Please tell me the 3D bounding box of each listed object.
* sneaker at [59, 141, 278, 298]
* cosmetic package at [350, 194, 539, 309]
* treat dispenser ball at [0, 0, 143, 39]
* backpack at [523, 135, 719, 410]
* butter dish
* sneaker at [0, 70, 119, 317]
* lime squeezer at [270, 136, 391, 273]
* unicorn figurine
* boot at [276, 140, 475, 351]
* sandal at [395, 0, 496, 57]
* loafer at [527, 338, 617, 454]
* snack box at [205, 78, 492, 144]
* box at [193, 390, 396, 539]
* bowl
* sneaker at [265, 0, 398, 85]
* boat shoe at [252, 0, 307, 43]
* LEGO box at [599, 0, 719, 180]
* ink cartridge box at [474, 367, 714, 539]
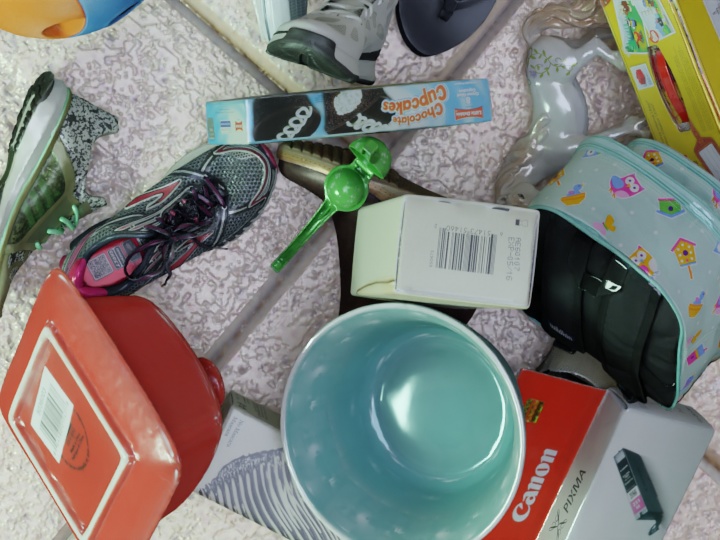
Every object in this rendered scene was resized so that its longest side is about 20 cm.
[{"bbox_3d":[-0.149,-0.032,1.656,0.199,0.075,0.081,-37,99,-2],"label":"sneaker"},{"bbox_3d":[0.058,-0.012,1.536,0.102,0.200,0.074,7,87,-8],"label":"cosmetic package"},{"bbox_3d":[-0.232,-0.274,1.553,0.199,0.201,0.203,-1,97,-6],"label":"treat dispenser ball"},{"bbox_3d":[0.213,-0.010,1.595,0.175,0.200,0.153,39,78,24],"label":"backpack"},{"bbox_3d":[-0.171,0.108,1.625,0.147,0.201,0.200,-20,64,-36],"label":"butter dish"},{"bbox_3d":[-0.246,-0.050,1.648,0.088,0.077,0.202,18,97,-17],"label":"sneaker"},{"bbox_3d":[-0.010,-0.061,1.600,0.038,0.200,0.071,30,55,-8],"label":"lime squeezer"},{"bbox_3d":[0.170,-0.121,1.691,0.136,0.074,0.202,-6,83,4],"label":"unicorn figurine"},{"bbox_3d":[0.000,0.000,1.681,0.199,0.072,0.168,24,106,5],"label":"boot"},{"bbox_3d":[0.102,-0.257,1.673,0.076,0.043,0.200,43,91,-9],"label":"sandal"},{"bbox_3d":[0.188,0.079,1.711,0.075,0.068,0.201,34,92,-9],"label":"loafer"},{"bbox_3d":[-0.010,-0.123,1.619,0.198,0.116,0.038,-7,95,-19],"label":"snack box"},{"bbox_3d":[-0.037,0.181,1.698,0.199,0.068,0.083,26,94,-9],"label":"box"},{"bbox_3d":[0.049,0.116,1.619,0.199,0.105,0.203,4,101,23],"label":"bowl"},{"bbox_3d":[-0.014,-0.207,1.589,0.075,0.200,0.116,20,97,8],"label":"sneaker"},{"bbox_3d":[-0.086,-0.270,1.646,0.066,0.074,0.202,-5,92,14],"label":"boat shoe"},{"bbox_3d":[0.290,-0.171,1.656,0.148,0.077,0.202,-29,101,-35],"label":"LEGO box"},{"bbox_3d":[0.172,0.188,1.690,0.172,0.044,0.201,14,109,-28],"label":"ink cartridge box"}]
